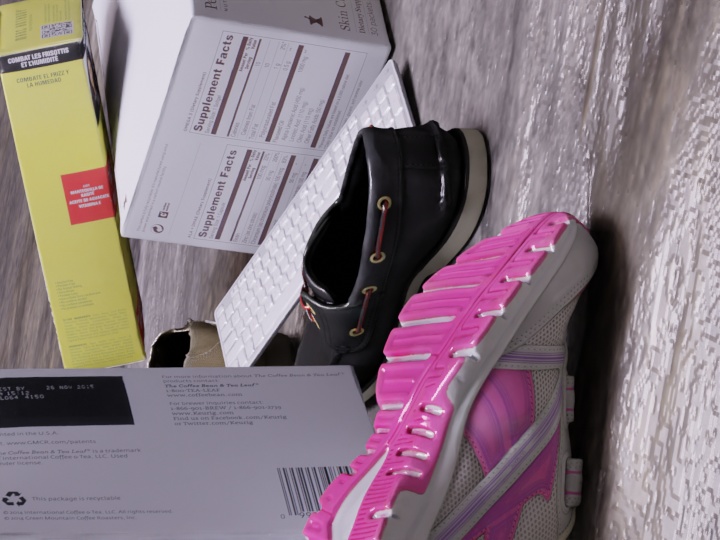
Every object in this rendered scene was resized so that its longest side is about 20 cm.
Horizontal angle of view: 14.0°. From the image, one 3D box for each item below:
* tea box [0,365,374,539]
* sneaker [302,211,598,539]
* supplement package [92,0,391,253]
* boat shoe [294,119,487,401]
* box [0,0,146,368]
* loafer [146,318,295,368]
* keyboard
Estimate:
[{"bbox_3d":[-0.098,0.161,1.399,0.134,0.199,0.198,-110,23,-54],"label":"tea box"},{"bbox_3d":[0.050,0.072,1.200,0.201,0.088,0.081,-62,24,-9],"label":"sneaker"},{"bbox_3d":[-0.070,-0.134,1.600,0.201,0.110,0.156,-103,26,-45],"label":"supplement package"},{"bbox_3d":[0.000,-0.002,1.415,0.202,0.063,0.074,118,151,-51],"label":"boat shoe"},{"bbox_3d":[-0.160,-0.048,1.636,0.075,0.050,0.201,-102,4,-64],"label":"box"},{"bbox_3d":[-0.091,0.060,1.661,0.200,0.067,0.077,160,116,-70],"label":"loafer"},{"bbox_3d":[-0.025,-0.021,1.518,0.200,0.011,0.056,-54,31,36],"label":"keyboard"}]
